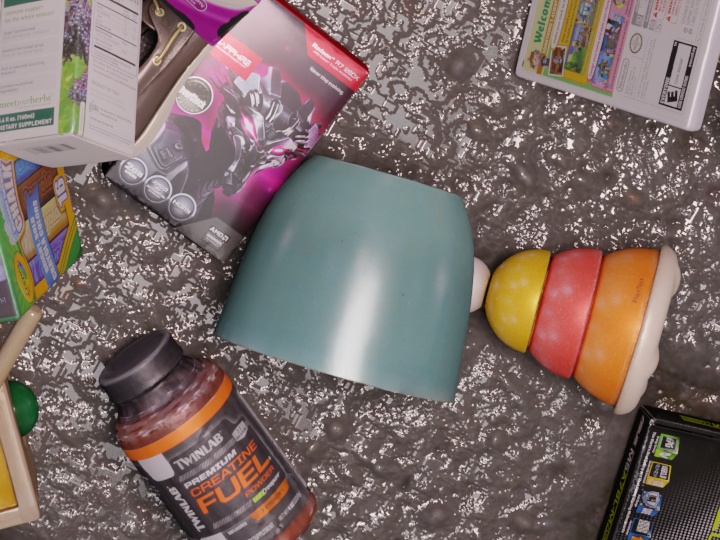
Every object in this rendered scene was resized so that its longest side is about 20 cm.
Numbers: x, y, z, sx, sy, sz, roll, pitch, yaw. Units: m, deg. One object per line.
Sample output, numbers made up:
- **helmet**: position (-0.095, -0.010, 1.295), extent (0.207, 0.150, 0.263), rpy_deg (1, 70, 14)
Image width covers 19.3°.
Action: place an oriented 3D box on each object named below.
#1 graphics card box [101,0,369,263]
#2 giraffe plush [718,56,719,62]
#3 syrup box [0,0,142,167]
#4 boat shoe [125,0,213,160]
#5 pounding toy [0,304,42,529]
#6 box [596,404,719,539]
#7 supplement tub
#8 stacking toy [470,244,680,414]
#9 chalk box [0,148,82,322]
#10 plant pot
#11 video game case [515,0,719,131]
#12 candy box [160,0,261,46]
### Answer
- **graphics card box**: position (-0.101, -0.122, 1.704), extent (0.125, 0.051, 0.200), rpy_deg (37, 96, -16)
- **giraffe plush**: position (0.304, -0.198, 1.710), extent (0.162, 0.200, 0.173), rpy_deg (32, 83, 11)
- **syrup box**: position (-0.216, -0.184, 1.577), extent (0.079, 0.081, 0.201), rpy_deg (-5, 78, 29)
- **boat shoe**: position (-0.159, -0.184, 1.652), extent (0.059, 0.072, 0.200), rpy_deg (32, 89, -50)
- **pounding toy**: position (-0.330, 0.118, 1.676), extent (0.200, 0.142, 0.185), rpy_deg (-14, 106, -6)
- **box**: position (0.309, 0.235, 1.868), extent (0.193, 0.048, 0.200), rpy_deg (15, 102, -11)
- **supplement tub**: position (-0.130, 0.147, 1.738), extent (0.107, 0.107, 0.200), rpy_deg (-36, 107, 0)
- **stacking toy**: position (0.156, 0.026, 1.766), extent (0.200, 0.146, 0.146), rpy_deg (17, 101, 5)
- **chalk box**: position (-0.307, -0.030, 1.599), extent (0.125, 0.200, 0.124), rpy_deg (-7, 106, 13)
- **plant pot**: position (0.000, 0.000, 1.684), extent (0.200, 0.201, 0.161), rpy_deg (15, 91, -13)
- **video game case**: position (0.217, -0.229, 1.677), extent (0.022, 0.182, 0.200), rpy_deg (-1, 108, -47)
- **candy box**: position (-0.117, -0.276, 1.585), extent (0.136, 0.200, 0.061), rpy_deg (41, 124, -17)
